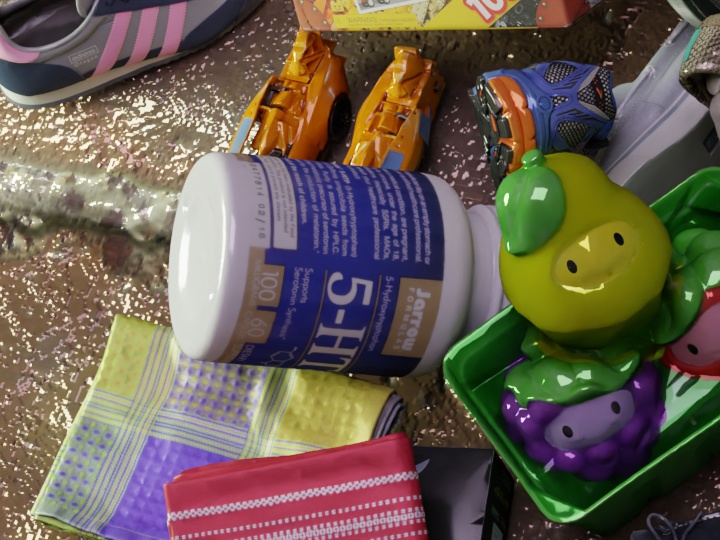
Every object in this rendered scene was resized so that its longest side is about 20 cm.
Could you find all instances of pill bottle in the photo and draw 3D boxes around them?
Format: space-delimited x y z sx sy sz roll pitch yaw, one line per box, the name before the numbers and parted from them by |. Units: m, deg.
pill bottle | 0.000 0.000 1.680 0.200 0.120 0.120 5 59 -19

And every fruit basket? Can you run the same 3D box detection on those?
fruit basket | 0.146 0.027 1.612 0.215 0.216 0.156 -35 58 -2

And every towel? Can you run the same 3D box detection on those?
towel | -0.025 0.196 1.606 0.144 0.022 0.201 -11 80 9
towel | -0.082 0.108 1.686 0.200 0.023 0.144 16 70 24

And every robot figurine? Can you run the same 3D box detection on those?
robot figurine | -0.031 -0.048 1.791 0.145 0.058 0.200 13 68 25

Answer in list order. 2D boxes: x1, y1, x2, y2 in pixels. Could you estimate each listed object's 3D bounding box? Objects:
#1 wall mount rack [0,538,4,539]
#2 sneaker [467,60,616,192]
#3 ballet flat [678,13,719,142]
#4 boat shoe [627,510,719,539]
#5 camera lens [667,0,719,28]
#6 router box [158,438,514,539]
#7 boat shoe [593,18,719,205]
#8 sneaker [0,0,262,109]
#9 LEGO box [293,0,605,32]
wall mount rack | -0.193 0.237 1.655 0.200 0.075 0.174 -1 66 44
sneaker | 0.109 -0.083 1.697 0.078 0.200 0.076 -14 91 -1
ballet flat | 0.251 -0.057 1.647 0.200 0.068 0.075 44 54 -9
boat shoe | 0.174 0.173 1.608 0.200 0.062 0.075 -24 57 4
camera lens | 0.226 -0.237 1.714 0.160 0.160 0.200 -25 34 5
router box | -0.021 0.179 1.674 0.199 0.052 0.158 1 65 19
boat shoe | 0.176 -0.083 1.742 0.071 0.070 0.201 28 71 38
sneaker | -0.149 -0.173 1.880 0.200 0.082 0.070 -28 58 -3
LEGO box | 0.046 -0.225 1.744 0.200 0.149 0.077 2 27 37
